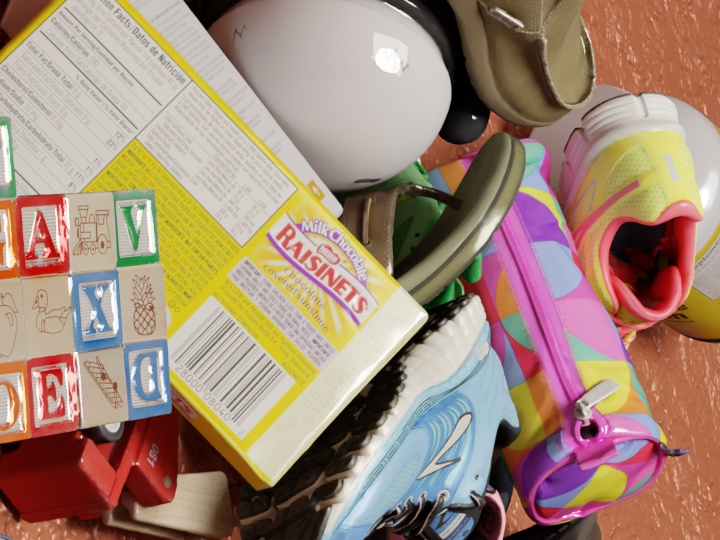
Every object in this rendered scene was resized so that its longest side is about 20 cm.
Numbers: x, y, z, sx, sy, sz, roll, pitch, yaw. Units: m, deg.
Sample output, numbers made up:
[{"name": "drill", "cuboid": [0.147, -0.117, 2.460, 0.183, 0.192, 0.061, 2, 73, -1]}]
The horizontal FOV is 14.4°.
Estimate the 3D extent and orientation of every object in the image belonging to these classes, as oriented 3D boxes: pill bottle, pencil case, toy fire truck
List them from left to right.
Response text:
[{"name": "toy fire truck", "cuboid": [-0.088, 0.090, 1.187, 0.141, 0.049, 0.200, 57, 35, -35]}, {"name": "pencil case", "cuboid": [0.089, 0.029, 1.425, 0.088, 0.088, 0.200, 30, 32, -54]}, {"name": "pill bottle", "cuboid": [0.174, -0.035, 1.631, 0.200, 0.112, 0.112, 30, 55, -54]}]

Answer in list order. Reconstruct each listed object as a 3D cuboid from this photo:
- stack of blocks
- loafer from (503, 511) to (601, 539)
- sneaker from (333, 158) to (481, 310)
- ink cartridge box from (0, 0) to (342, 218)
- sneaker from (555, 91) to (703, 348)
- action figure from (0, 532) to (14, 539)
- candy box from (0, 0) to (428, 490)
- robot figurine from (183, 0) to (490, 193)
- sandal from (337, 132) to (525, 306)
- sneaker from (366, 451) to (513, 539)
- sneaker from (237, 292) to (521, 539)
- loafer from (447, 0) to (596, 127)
[{"name": "stack of blocks", "cuboid": [-0.150, 0.005, 1.001, 0.200, 0.059, 0.115, -6, 93, -58]}, {"name": "loafer", "cuboid": [0.094, 0.170, 1.416, 0.071, 0.073, 0.200, 64, 11, -4]}, {"name": "sneaker", "cuboid": [0.021, -0.018, 1.381, 0.074, 0.084, 0.200, 19, 64, -57]}, {"name": "ink cartridge box", "cuboid": [-0.091, -0.081, 1.210, 0.200, 0.037, 0.095, 54, 26, -6]}, {"name": "sneaker", "cuboid": [0.132, 0.006, 1.498, 0.200, 0.078, 0.090, 100, -27, -45]}, {"name": "action figure", "cuboid": [-0.099, 0.189, 1.061, 0.200, 0.105, 0.194, 47, 61, -25]}, {"name": "candy box", "cuboid": [-0.075, -0.017, 1.146, 0.200, 0.026, 0.102, 47, 67, -7]}, {"name": "robot figurine", "cuboid": [-0.011, -0.130, 1.327, 0.125, 0.150, 0.200, 80, 16, -55]}, {"name": "sandal", "cuboid": [0.000, 0.000, 1.279, 0.201, 0.080, 0.057, -41, 94, -18]}, {"name": "sneaker", "cuboid": [0.045, 0.122, 1.378, 0.200, 0.082, 0.070, -30, 105, -60]}, {"name": "sneaker", "cuboid": [0.022, 0.088, 1.245, 0.090, 0.078, 0.200, 58, 38, -10]}, {"name": "loafer", "cuboid": [0.077, -0.129, 1.282, 0.200, 0.067, 0.076, 53, 38, -56]}]
